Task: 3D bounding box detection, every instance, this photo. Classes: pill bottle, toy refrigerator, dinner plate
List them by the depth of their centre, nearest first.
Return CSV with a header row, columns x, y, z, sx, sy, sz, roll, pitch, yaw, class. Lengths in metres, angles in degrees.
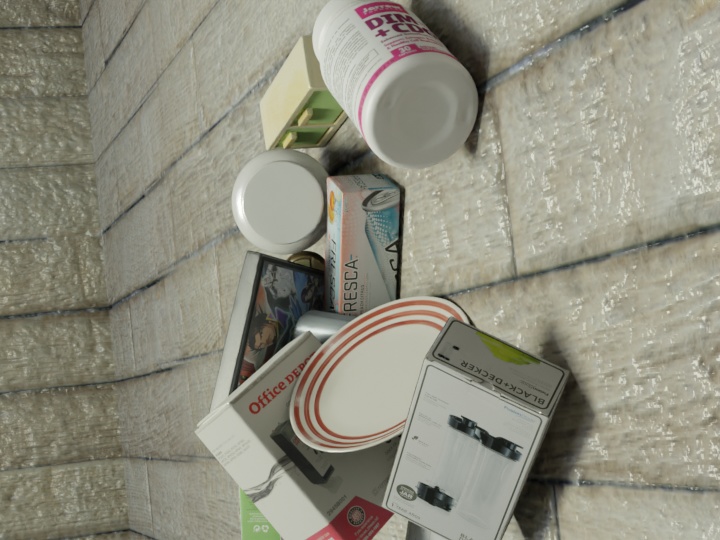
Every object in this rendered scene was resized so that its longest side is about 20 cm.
x,y,z,sx,sy,sz,roll,pitch,yaw,class
0.026,-0.189,1.373,0.200,0.112,0.114,-123,33,-53,pill bottle
0.021,0.103,1.389,0.024,0.199,0.200,57,177,-33,dinner plate
-0.087,-0.079,1.643,0.200,0.118,0.121,-110,17,-86,pill bottle
-0.054,-0.200,1.663,0.200,0.075,0.071,140,123,-66,toy refrigerator

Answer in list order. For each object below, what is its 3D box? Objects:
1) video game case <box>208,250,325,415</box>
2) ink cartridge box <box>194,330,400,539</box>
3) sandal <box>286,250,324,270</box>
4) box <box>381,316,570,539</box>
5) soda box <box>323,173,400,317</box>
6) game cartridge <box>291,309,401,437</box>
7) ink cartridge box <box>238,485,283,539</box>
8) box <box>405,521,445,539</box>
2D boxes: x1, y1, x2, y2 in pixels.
x,y,z,sx,sy,sz,roll,pitch,yaw,class
-0.085,0.092,1.573,0.025,0.180,0.202,11,87,34,video game case
-0.048,0.185,1.464,0.200,0.146,0.085,49,137,1,ink cartridge box
-0.083,0.039,1.807,0.201,0.081,0.055,104,171,-45,sandal
0.096,0.148,1.240,0.060,0.116,0.201,-53,-18,-45,box
0.000,0.000,1.561,0.064,0.068,0.202,-131,39,-63,soda box
-0.013,0.145,1.547,0.132,0.042,0.202,5,114,25,game cartridge
-0.122,0.333,1.950,0.104,0.059,0.202,-23,-69,-78,ink cartridge box
0.095,0.314,1.405,0.200,0.041,0.157,-124,35,-54,box
